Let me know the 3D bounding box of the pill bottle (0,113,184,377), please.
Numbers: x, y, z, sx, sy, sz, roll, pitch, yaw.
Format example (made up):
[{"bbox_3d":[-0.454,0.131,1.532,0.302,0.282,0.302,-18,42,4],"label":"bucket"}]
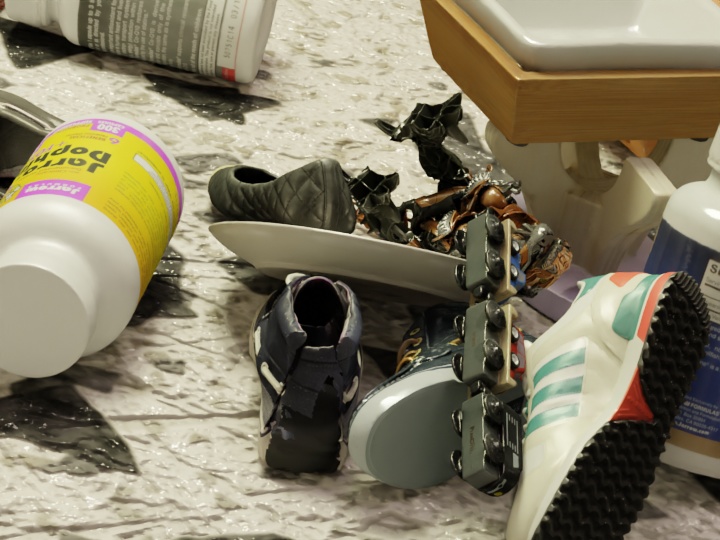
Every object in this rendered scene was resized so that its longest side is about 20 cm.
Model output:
[{"bbox_3d":[-0.175,-0.014,1.420,0.104,0.105,0.200,13,26,2],"label":"pill bottle"}]

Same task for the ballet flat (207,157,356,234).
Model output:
[{"bbox_3d":[-0.050,-0.054,1.562,0.066,0.057,0.200,2,7,-25],"label":"ballet flat"}]

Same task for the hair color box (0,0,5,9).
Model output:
[{"bbox_3d":[-0.380,-0.247,1.836,0.199,0.064,0.111,13,25,5],"label":"hair color box"}]

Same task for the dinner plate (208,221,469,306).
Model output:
[{"bbox_3d":[0.000,0.000,1.476,0.199,0.024,0.200,10,-5,1],"label":"dinner plate"}]

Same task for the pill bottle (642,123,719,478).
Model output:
[{"bbox_3d":[0.224,0.015,1.409,0.110,0.201,0.111,16,15,-4],"label":"pill bottle"}]

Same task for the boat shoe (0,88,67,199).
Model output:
[{"bbox_3d":[-0.224,-0.077,1.558,0.199,0.067,0.057,20,11,9],"label":"boat shoe"}]

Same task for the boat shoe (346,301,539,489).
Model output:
[{"bbox_3d":[0.041,0.072,1.395,0.091,0.071,0.200,27,25,35],"label":"boat shoe"}]

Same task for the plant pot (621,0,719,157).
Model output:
[{"bbox_3d":[0.254,-0.168,1.827,0.199,0.201,0.140,-2,46,-26],"label":"plant pot"}]

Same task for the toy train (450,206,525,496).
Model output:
[{"bbox_3d":[0.076,0.044,1.336,0.046,0.034,0.201,39,38,-34],"label":"toy train"}]

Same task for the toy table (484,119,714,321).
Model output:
[{"bbox_3d":[0.160,-0.049,1.618,0.183,0.118,0.200,-5,32,-31],"label":"toy table"}]

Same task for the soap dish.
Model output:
[{"bbox_3d":[0.153,-0.149,1.587,0.199,0.082,0.157,-3,32,-26],"label":"soap dish"}]

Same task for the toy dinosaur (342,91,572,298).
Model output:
[{"bbox_3d":[0.050,-0.030,1.557,0.199,0.136,0.102,-11,40,36],"label":"toy dinosaur"}]

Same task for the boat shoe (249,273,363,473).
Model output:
[{"bbox_3d":[-0.026,0.034,1.400,0.074,0.093,0.200,7,26,-8],"label":"boat shoe"}]

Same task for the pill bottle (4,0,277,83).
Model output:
[{"bbox_3d":[-0.168,-0.221,1.816,0.199,0.114,0.114,13,27,2],"label":"pill bottle"}]

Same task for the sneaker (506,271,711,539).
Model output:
[{"bbox_3d":[0.122,0.085,1.339,0.093,0.070,0.200,7,60,45],"label":"sneaker"}]
